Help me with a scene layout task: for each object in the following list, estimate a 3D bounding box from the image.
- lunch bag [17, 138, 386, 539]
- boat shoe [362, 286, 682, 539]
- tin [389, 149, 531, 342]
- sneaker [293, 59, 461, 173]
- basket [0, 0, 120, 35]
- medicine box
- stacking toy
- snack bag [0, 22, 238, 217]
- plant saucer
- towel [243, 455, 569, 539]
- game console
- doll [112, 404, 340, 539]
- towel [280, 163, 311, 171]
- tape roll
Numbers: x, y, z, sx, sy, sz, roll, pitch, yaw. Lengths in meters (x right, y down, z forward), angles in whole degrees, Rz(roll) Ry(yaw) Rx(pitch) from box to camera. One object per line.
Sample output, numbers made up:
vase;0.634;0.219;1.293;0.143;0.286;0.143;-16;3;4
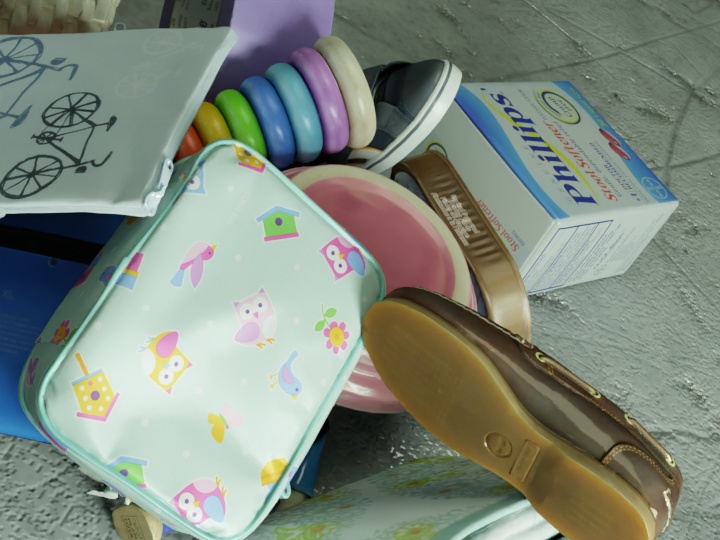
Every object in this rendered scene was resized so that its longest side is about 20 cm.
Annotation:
lunch bag;-0.084;0.045;0.647;0.160;0.077;0.201;40;69;-21
boat shoe;0.091;0.077;0.648;0.200;0.071;0.070;42;44;10
tin;0.076;-0.009;0.948;0.041;0.113;0.201;-19;55;-15
sneaker;-0.007;-0.121;0.932;0.079;0.199;0.079;36;48;-21
basket;-0.286;-0.254;0.892;0.196;0.201;0.162;12;47;-25
medicine box;0.171;-0.084;1.107;0.198;0.103;0.183;-9;53;-43
stacking toy;-0.092;-0.097;0.834;0.198;0.086;0.086;-23;58;-13
snack bag;-0.181;-0.091;0.685;0.197;0.022;0.190;0;41;14
plant saucer;0.000;0.000;0.791;0.198;0.051;0.202;18;45;-18
towel;0.044;0.157;0.704;0.198;0.170;0.049;-10;90;-45
game console;-0.231;0.011;0.719;0.197;0.118;0.173;12;78;-1
doll;-0.072;0.103;0.736;0.199;0.048;0.138;-27;94;-39
towel;0.013;0.017;0.889;0.147;0.049;0.202;13;43;-51
tape roll;-0.101;-0.198;0.953;0.084;0.201;0.202;11;41;-27
